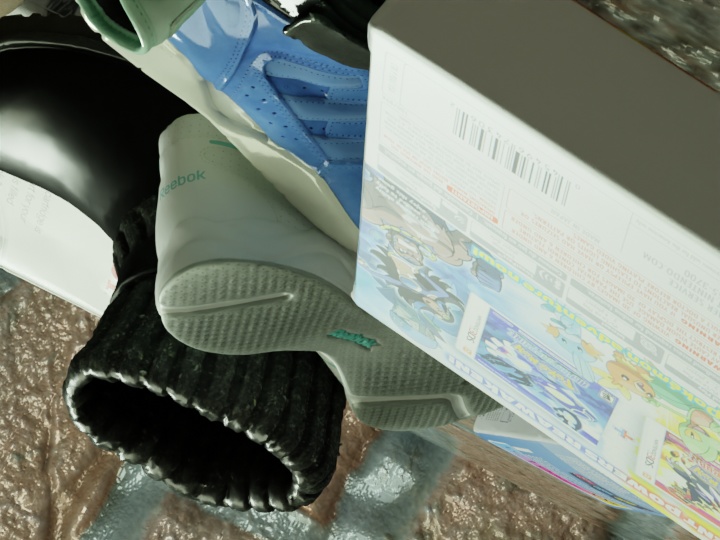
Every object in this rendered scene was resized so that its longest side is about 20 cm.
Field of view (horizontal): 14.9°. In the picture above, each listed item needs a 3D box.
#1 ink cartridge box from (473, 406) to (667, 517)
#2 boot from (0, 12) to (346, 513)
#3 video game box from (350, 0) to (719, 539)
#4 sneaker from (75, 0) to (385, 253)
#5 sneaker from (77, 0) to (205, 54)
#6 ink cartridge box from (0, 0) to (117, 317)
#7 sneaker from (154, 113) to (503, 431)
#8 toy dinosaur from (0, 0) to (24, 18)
[{"bbox_3d":[0.123,0.019,0.999,0.076,0.136,0.200,26,174,-10],"label":"ink cartridge box"},{"bbox_3d":[-0.087,-0.006,1.046,0.211,0.158,0.079,16,148,13],"label":"boot"},{"bbox_3d":[0.090,0.014,0.762,0.200,0.047,0.182,34,158,12],"label":"video game box"},{"bbox_3d":[0.015,-0.069,0.863,0.111,0.077,0.200,-16,137,42],"label":"sneaker"},{"bbox_3d":[-0.017,-0.098,0.750,0.200,0.118,0.074,29,171,-24],"label":"sneaker"},{"bbox_3d":[-0.146,-0.082,1.203,0.200,0.083,0.147,27,131,5],"label":"ink cartridge box"},{"bbox_3d":[0.000,0.000,0.964,0.070,0.080,0.200,-26,148,25],"label":"sneaker"},{"bbox_3d":[-0.127,-0.134,1.081,0.106,0.060,0.200,23,145,-1],"label":"toy dinosaur"}]
